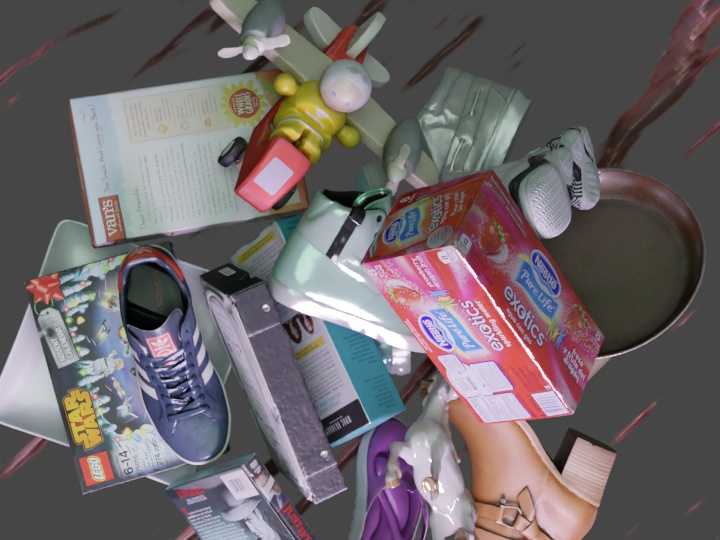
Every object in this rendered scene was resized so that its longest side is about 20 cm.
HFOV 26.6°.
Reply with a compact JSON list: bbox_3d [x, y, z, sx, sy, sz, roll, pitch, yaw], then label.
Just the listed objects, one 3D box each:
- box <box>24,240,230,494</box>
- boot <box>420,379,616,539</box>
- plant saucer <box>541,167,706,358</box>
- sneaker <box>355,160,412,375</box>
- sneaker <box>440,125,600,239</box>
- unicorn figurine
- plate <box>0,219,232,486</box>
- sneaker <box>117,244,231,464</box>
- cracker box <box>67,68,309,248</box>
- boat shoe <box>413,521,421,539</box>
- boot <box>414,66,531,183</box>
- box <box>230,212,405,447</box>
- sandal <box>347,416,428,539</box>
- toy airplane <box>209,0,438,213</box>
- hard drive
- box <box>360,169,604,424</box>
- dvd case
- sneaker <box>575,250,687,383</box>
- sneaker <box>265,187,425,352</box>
[{"bbox_3d":[-0.210,0.087,1.379,0.137,0.040,0.200,-17,88,-1],"label":"box"},{"bbox_3d":[0.120,0.197,1.400,0.200,0.074,0.155,26,94,5],"label":"boot"},{"bbox_3d":[0.215,-0.003,1.387,0.200,0.032,0.200,-9,58,16],"label":"plant saucer"},{"bbox_3d":[0.000,0.000,1.402,0.082,0.074,0.200,-5,87,-5],"label":"sneaker"},{"bbox_3d":[0.139,-0.075,1.352,0.115,0.200,0.075,-7,106,26],"label":"sneaker"},{"bbox_3d":[0.070,0.172,1.330,0.074,0.137,0.200,2,113,15],"label":"unicorn figurine"},{"bbox_3d":[-0.218,0.076,1.415,0.199,0.032,0.200,20,87,0],"label":"plate"},{"bbox_3d":[-0.167,0.074,1.318,0.075,0.085,0.200,-20,88,-4],"label":"sneaker"},{"bbox_3d":[-0.158,-0.103,1.395,0.200,0.058,0.134,-10,88,-13],"label":"cracker box"},{"bbox_3d":[0.018,0.296,1.399,0.067,0.057,0.200,10,88,-1],"label":"boat shoe"},{"bbox_3d":[0.078,-0.089,1.416,0.096,0.074,0.200,23,81,8],"label":"boot"},{"bbox_3d":[-0.040,0.055,1.374,0.049,0.082,0.200,-17,78,-42],"label":"box"},{"bbox_3d":[0.033,0.213,1.354,0.050,0.203,0.082,-28,125,35],"label":"sandal"},{"bbox_3d":[-0.027,-0.156,1.331,0.200,0.141,0.199,-6,83,-29],"label":"toy airplane"},{"bbox_3d":[-0.080,0.097,1.343,0.038,0.140,0.200,-25,104,-13],"label":"hard drive"},{"bbox_3d":[0.104,0.026,1.261,0.200,0.100,0.096,52,46,-27],"label":"box"},{"bbox_3d":[-0.077,0.257,1.349,0.200,0.146,0.022,53,53,-8],"label":"dvd case"},{"bbox_3d":[0.227,0.032,1.408,0.200,0.070,0.076,-45,82,-5],"label":"sneaker"},{"bbox_3d":[0.030,-0.003,1.310,0.200,0.074,0.118,18,106,-28],"label":"sneaker"}]
